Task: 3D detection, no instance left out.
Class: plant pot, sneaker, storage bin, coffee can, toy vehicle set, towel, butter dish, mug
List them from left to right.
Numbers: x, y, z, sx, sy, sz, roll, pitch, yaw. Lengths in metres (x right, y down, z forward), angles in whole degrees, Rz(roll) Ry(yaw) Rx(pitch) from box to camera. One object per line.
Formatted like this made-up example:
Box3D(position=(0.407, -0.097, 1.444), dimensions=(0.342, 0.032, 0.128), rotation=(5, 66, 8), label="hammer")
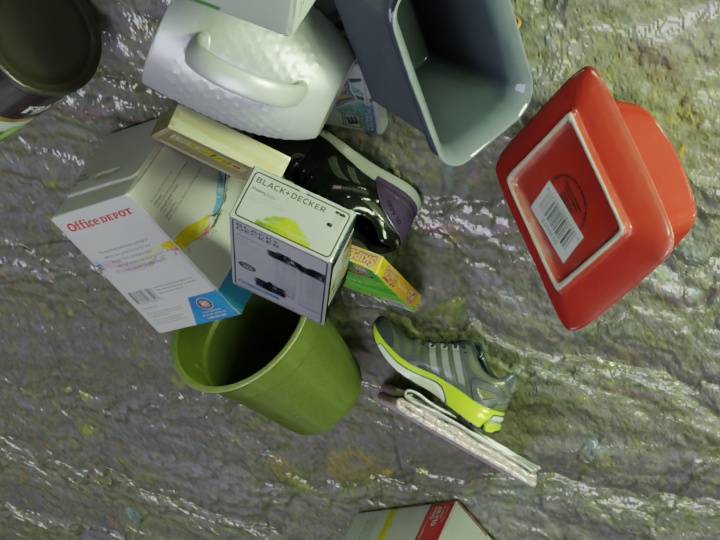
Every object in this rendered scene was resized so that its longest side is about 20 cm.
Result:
Box3D(position=(-0.395, -0.227, 1.749), dimensions=(0.146, 0.147, 0.200), rotation=(44, 141, -21), label="coffee can")
Box3D(position=(-0.150, -0.129, 1.671), dimensions=(0.124, 0.027, 0.200), rotation=(26, 176, -13), label="toy vehicle set")
Box3D(position=(-0.104, -0.199, 1.526), dimensions=(0.175, 0.200, 0.148), rotation=(27, 108, -2), label="mug")
Box3D(position=(-0.095, 0.103, 1.948), dimensions=(0.199, 0.201, 0.190), rotation=(-4, 147, 35), label="plant pot")
Box3D(position=(-0.035, -0.089, 1.736), dimensions=(0.199, 0.088, 0.076), rotation=(28, 144, 1), label="sneaker")
Box3D(position=(0.063, -0.225, 1.492), dimensions=(0.134, 0.145, 0.201), rotation=(32, 155, 43), label="storage bin")
Box3D(position=(0.102, 0.108, 1.910), dimensions=(0.200, 0.081, 0.074), rotation=(35, -174, 15), label="sneaker")
Box3D(position=(0.119, 0.198, 1.964), dimensions=(0.199, 0.032, 0.191), rotation=(31, 175, -4), label="towel")
Box3D(position=(0.250, -0.074, 1.542), dimensions=(0.199, 0.147, 0.201), rotation=(-47, 60, 52), label="butter dish")

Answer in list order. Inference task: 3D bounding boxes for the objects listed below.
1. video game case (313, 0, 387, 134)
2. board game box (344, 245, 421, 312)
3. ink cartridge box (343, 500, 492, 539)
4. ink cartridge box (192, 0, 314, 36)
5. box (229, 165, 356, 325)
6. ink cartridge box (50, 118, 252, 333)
Box3D(position=(-0.067, -0.233, 1.639), dimensions=(0.181, 0.022, 0.201), rotation=(13, 141, 19), label="video game case")
Box3D(position=(0.000, 0.000, 1.792), dimensions=(0.095, 0.030, 0.200), rotation=(20, 174, 19), label="board game box")
Box3D(position=(0.087, 0.406, 2.257), dimensions=(0.199, 0.084, 0.145), rotation=(-15, 126, 42), label="ink cartridge box")
Box3D(position=(-0.083, -0.315, 1.404), dimensions=(0.146, 0.200, 0.083), rotation=(20, 140, 8), label="ink cartridge box")
Box3D(position=(-0.072, -0.022, 1.646), dimensions=(0.116, 0.060, 0.200), rotation=(26, 160, 4), label="box")
Box3D(position=(-0.217, -0.055, 1.843), dimensions=(0.147, 0.145, 0.200), rotation=(-12, 129, 42), label="ink cartridge box")
